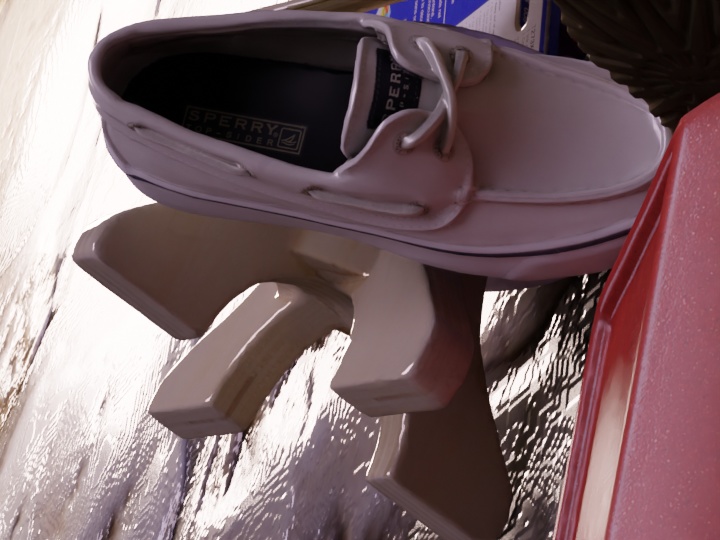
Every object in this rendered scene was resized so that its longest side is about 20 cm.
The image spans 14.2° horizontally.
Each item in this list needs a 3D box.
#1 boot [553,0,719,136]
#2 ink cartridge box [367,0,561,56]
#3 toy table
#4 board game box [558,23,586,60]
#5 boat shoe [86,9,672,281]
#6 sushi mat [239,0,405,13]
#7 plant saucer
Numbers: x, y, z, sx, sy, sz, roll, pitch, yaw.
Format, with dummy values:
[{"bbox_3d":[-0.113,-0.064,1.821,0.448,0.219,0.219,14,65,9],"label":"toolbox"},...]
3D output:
[{"bbox_3d":[0.114,-0.144,0.849,0.175,0.066,0.201,52,-134,-61],"label":"boot"},{"bbox_3d":[0.035,-0.076,1.086,0.200,0.037,0.095,145,136,-60],"label":"ink cartridge box"},{"bbox_3d":[0.000,0.000,1.001,0.117,0.183,0.200,-62,12,-22],"label":"toy table"},{"bbox_3d":[0.061,-0.131,1.163,0.120,0.032,0.200,-58,22,27],"label":"board game box"},{"bbox_3d":[0.011,-0.047,0.895,0.066,0.199,0.072,61,-138,-67],"label":"boat shoe"},{"bbox_3d":[0.031,-0.100,0.960,0.096,0.199,0.012,-23,-81,-65],"label":"sushi mat"},{"bbox_3d":[0.080,0.059,0.804,0.200,0.037,0.201,99,-177,-71],"label":"plant saucer"}]
